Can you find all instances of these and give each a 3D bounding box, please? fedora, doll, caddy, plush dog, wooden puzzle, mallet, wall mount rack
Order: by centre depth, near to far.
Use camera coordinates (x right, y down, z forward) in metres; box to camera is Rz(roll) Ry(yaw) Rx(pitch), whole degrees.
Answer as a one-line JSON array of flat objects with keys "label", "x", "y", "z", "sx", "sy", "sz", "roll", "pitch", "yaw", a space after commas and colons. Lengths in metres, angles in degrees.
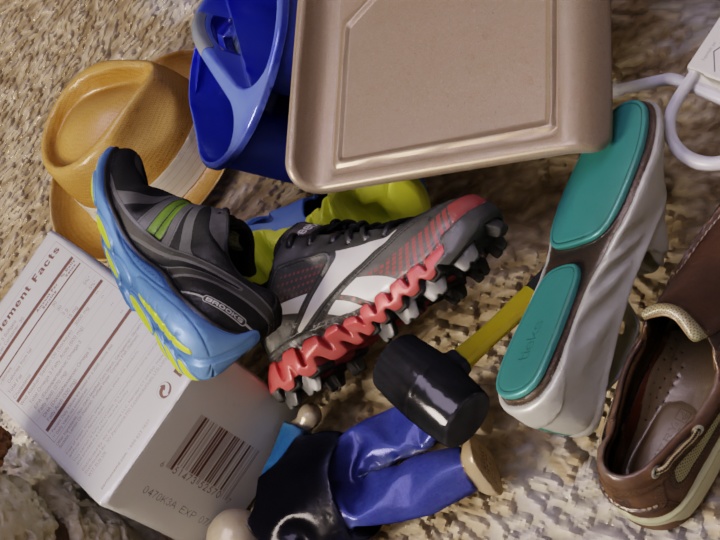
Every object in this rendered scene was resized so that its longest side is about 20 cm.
[{"label": "mallet", "x": 0.101, "y": 0.025, "z": 0.751, "sx": 0.199, "sy": 0.041, "sz": 0.066, "roll": -34, "pitch": 54, "yaw": -13}, {"label": "wall mount rack", "x": 0.232, "y": -0.141, "z": 0.765, "sx": 0.173, "sy": 0.074, "sz": 0.201, "roll": 32, "pitch": 85, "yaw": 38}, {"label": "doll", "x": -0.013, "y": 0.138, "z": 0.788, "sx": 0.198, "sy": 0.048, "sz": 0.138, "roll": -25, "pitch": 50, "yaw": 22}, {"label": "wooden puzzle", "x": 0.054, "y": -0.142, "z": 0.790, "sx": 0.197, "sy": 0.037, "sz": 0.188, "roll": -5, "pitch": 68, "yaw": 22}, {"label": "plush dog", "x": -0.207, "y": 0.190, "z": 0.799, "sx": 0.159, "sy": 0.171, "sz": 0.203, "roll": -9, "pitch": 67, "yaw": 29}, {"label": "caddy", "x": -0.070, "y": -0.150, "z": 0.912, "sx": 0.142, "sy": 0.104, "sz": 0.201, "roll": -60, "pitch": 28, "yaw": 27}, {"label": "fedora", "x": -0.188, "y": -0.108, "z": 1.027, "sx": 0.198, "sy": 0.082, "sz": 0.203, "roll": -16, "pitch": 57, "yaw": 26}]

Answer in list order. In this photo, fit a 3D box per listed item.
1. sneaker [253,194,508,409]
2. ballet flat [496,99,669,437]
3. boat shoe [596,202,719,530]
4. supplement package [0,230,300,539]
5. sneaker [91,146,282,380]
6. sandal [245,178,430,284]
[{"label": "sneaker", "x": 0.000, "y": 0.000, "z": 0.781, "sx": 0.200, "sy": 0.070, "sz": 0.099, "roll": -37, "pitch": 77, "yaw": 36}, {"label": "ballet flat", "x": 0.135, "y": 0.002, "z": 0.724, "sx": 0.069, "sy": 0.069, "sz": 0.202, "roll": 8, "pitch": 64, "yaw": 37}, {"label": "boat shoe", "x": 0.183, "y": 0.036, "z": 0.691, "sx": 0.074, "sy": 0.075, "sz": 0.204, "roll": 13, "pitch": 72, "yaw": 39}, {"label": "supplement package", "x": -0.156, "y": 0.080, "z": 0.875, "sx": 0.199, "sy": 0.117, "sz": 0.118, "roll": 31, "pitch": 84, "yaw": 42}, {"label": "sneaker", "x": -0.110, "y": -0.011, "z": 0.800, "sx": 0.082, "sy": 0.071, "sz": 0.200, "roll": -23, "pitch": 45, "yaw": -19}, {"label": "sandal", "x": -0.025, "y": -0.023, "z": 0.884, "sx": 0.198, "sy": 0.080, "sz": 0.087, "roll": -24, "pitch": 17, "yaw": 30}]
